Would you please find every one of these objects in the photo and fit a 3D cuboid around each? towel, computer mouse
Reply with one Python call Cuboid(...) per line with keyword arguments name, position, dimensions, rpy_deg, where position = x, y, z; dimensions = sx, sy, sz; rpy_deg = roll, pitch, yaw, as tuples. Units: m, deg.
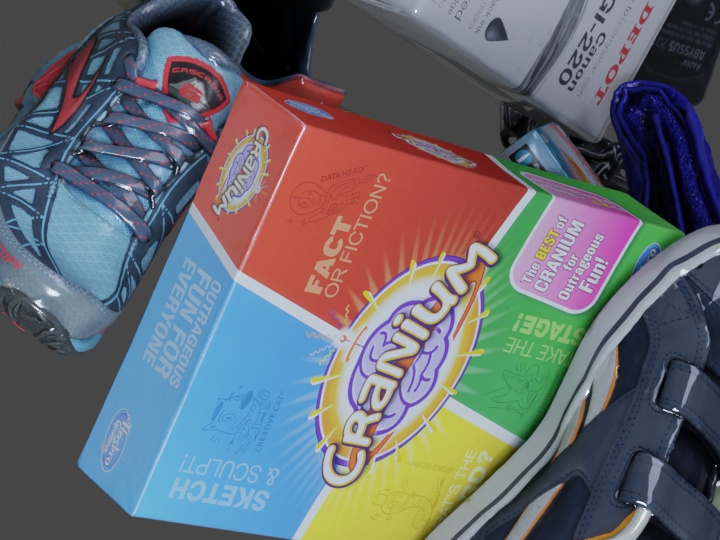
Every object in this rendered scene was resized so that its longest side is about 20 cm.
Cuboid(name="towel", position=(0.170, 0.022, 1.273), dimensions=(0.148, 0.049, 0.200), rpy_deg=(-94, 163, -45))
Cuboid(name="computer mouse", position=(0.143, -0.134, 1.394), dimensions=(0.138, 0.200, 0.053), rpy_deg=(18, 7, -45))

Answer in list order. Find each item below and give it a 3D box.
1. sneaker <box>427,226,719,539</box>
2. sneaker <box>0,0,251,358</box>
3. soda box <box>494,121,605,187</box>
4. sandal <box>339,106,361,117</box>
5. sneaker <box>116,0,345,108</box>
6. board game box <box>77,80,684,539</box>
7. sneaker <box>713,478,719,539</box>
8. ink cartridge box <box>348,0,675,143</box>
Cuboid(name="sneaker", position=(0.104, 0.078, 1.013), dimensions=(0.078, 0.200, 0.079), rpy_deg=(41, -4, -42))
Cuboid(name="sneaker", position=(-0.091, -0.051, 1.015), dimensions=(0.079, 0.095, 0.200), rpy_deg=(40, 30, -18))
Cuboid(name="soda box", position=(0.071, -0.019, 1.175), dimensions=(0.064, 0.068, 0.200), rpy_deg=(54, 8, 0))
Cuboid(name="sandal", position=(-0.001, -0.001, 1.125), dimensions=(0.080, 0.057, 0.201), rpy_deg=(30, 39, -34))
Cuboid(name="sneaker", position=(-0.059, -0.126, 1.159), dimensions=(0.075, 0.084, 0.200), rpy_deg=(12, 47, -50))
Cuboid(name="board game box", position=(0.011, 0.027, 1.003), dimensions=(0.200, 0.153, 0.040), rpy_deg=(13, 16, -42))
Cuboid(name="sneaker", position=(0.134, 0.129, 1.066), dimensions=(0.090, 0.067, 0.200), rpy_deg=(39, 42, 1))
Cuboid(name="ink cartridge box", position=(0.072, -0.159, 1.233), dimensions=(0.085, 0.146, 0.200), rpy_deg=(30, 2, 30))
